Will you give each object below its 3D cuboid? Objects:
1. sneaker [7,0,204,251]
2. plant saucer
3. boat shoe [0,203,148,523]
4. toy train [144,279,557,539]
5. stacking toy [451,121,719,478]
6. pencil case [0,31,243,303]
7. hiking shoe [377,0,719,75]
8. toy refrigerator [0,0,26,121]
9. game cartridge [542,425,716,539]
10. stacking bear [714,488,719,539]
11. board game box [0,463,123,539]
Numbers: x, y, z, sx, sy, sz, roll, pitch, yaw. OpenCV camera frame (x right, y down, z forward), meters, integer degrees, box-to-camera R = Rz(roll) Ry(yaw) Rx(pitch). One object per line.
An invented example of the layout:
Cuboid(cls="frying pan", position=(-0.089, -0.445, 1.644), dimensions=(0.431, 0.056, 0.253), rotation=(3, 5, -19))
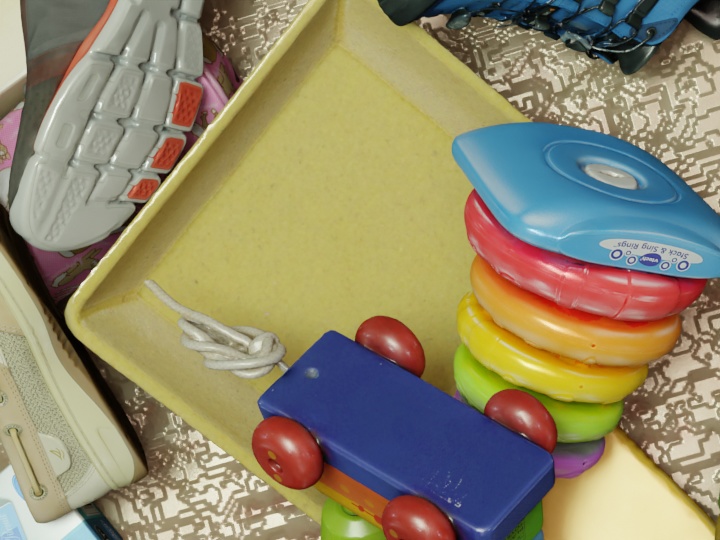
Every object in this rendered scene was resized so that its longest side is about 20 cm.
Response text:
Cuboid(cls="sneaker", position=(-0.115, -0.106, 1.140), dimensions=(0.082, 0.077, 0.201), rotation=(16, 83, 40))
Cuboid(cls="plant saucer", position=(0.000, 0.000, 1.171), dimensions=(0.200, 0.048, 0.200), rotation=(39, 92, -16))
Cuboid(cls="boat shoe", position=(-0.165, 0.024, 1.135), dimensions=(0.065, 0.072, 0.200), rotation=(-29, 115, 0))
Cuboid(cls="toy train", position=(-0.008, 0.082, 1.121), dimensions=(0.200, 0.116, 0.085), rotation=(29, 56, 29))
Cuboid(cls="stacking toy", position=(0.077, 0.047, 1.130), dimensions=(0.116, 0.110, 0.201), rotation=(9, 113, -22))
Cuboid(cls="pencil case", position=(-0.138, -0.033, 1.199), dimensions=(0.200, 0.083, 0.087), rotation=(-37, 68, 4))
Cuboid(cls="hiking shoe", position=(0.100, -0.127, 1.140), dimensions=(0.199, 0.074, 0.087), rotation=(-17, 88, -27))
Cuboid(cls="toy refrigerator", position=(-0.117, -0.147, 1.206), dimensions=(0.200, 0.076, 0.070), rotation=(-35, 83, 5))
Cuboid(cls="game cartridge", position=(0.112, 0.190, 1.181), dimensions=(0.176, 0.032, 0.200), rotation=(-44, 80, 3))
Cuboid(cls="stacking bear", position=(0.198, 0.121, 1.112), dimensions=(0.121, 0.114, 0.201), rotation=(18, 77, 16))
Cuboid(cls="board game box", position=(-0.177, 0.204, 1.207), dimensions=(0.200, 0.047, 0.151), rotation=(-41, 82, 3))
